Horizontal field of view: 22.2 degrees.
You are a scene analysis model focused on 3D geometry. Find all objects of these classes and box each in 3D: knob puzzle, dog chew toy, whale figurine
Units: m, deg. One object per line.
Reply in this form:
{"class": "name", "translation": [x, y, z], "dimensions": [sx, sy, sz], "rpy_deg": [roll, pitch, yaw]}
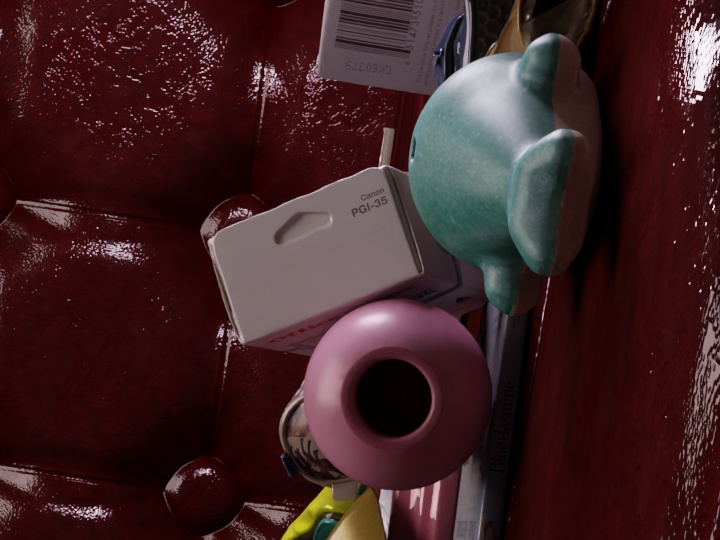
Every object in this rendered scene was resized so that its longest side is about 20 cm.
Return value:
{"class": "knob puzzle", "translation": [0.002, -0.035, 1.710], "dimensions": [0.220, 0.030, 0.221], "rpy_deg": [9, -90, -90]}
{"class": "dog chew toy", "translation": [0.028, 0.082, 1.249], "dimensions": [0.200, 0.124, 0.125], "rpy_deg": [15, -97, -85]}
{"class": "whale figurine", "translation": [0.080, -0.054, 1.022], "dimensions": [0.200, 0.103, 0.160], "rpy_deg": [-93, 12, -77]}

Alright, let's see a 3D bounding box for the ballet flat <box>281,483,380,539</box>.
{"class": "ballet flat", "translation": [-0.023, 0.214, 1.527], "dimensions": [0.200, 0.066, 0.067], "rpy_deg": [123, 167, -60]}

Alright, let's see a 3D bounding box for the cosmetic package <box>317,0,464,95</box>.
{"class": "cosmetic package", "translation": [0.057, -0.278, 1.603], "dimensions": [0.201, 0.164, 0.165], "rpy_deg": [-85, 5, -46]}

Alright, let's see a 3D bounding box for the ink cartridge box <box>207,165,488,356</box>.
{"class": "ink cartridge box", "translation": [0.000, 0.000, 1.313], "dimensions": [0.200, 0.146, 0.083], "rpy_deg": [15, -125, -69]}

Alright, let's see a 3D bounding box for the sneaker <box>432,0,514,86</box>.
{"class": "sneaker", "translation": [0.101, -0.207, 1.375], "dimensions": [0.146, 0.076, 0.204], "rpy_deg": [-116, 33, -81]}

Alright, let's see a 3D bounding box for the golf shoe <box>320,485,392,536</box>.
{"class": "golf shoe", "translation": [0.034, 0.244, 1.575], "dimensions": [0.075, 0.091, 0.201], "rpy_deg": [-53, 42, 38]}

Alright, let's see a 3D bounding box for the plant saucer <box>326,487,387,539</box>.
{"class": "plant saucer", "translation": [0.006, 0.296, 1.390], "dimensions": [0.200, 0.048, 0.201], "rpy_deg": [91, 168, -57]}

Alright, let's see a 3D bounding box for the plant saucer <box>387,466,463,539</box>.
{"class": "plant saucer", "translation": [0.051, 0.169, 1.433], "dimensions": [0.201, 0.050, 0.202], "rpy_deg": [6, -90, -88]}

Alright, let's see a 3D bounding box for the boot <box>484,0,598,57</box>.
{"class": "boot", "translation": [0.101, -0.107, 1.193], "dimensions": [0.200, 0.066, 0.176], "rpy_deg": [115, 163, -77]}

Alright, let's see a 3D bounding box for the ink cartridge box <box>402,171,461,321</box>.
{"class": "ink cartridge box", "translation": [0.052, 0.013, 1.680], "dimensions": [0.146, 0.084, 0.201], "rpy_deg": [-112, 29, -87]}

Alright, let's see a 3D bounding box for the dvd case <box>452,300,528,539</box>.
{"class": "dvd case", "translation": [0.088, 0.114, 1.270], "dimensions": [0.143, 0.017, 0.201], "rpy_deg": [119, 159, -81]}

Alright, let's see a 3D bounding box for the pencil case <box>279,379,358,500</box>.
{"class": "pencil case", "translation": [-0.009, 0.107, 1.454], "dimensions": [0.200, 0.077, 0.090], "rpy_deg": [-55, -34, -73]}
